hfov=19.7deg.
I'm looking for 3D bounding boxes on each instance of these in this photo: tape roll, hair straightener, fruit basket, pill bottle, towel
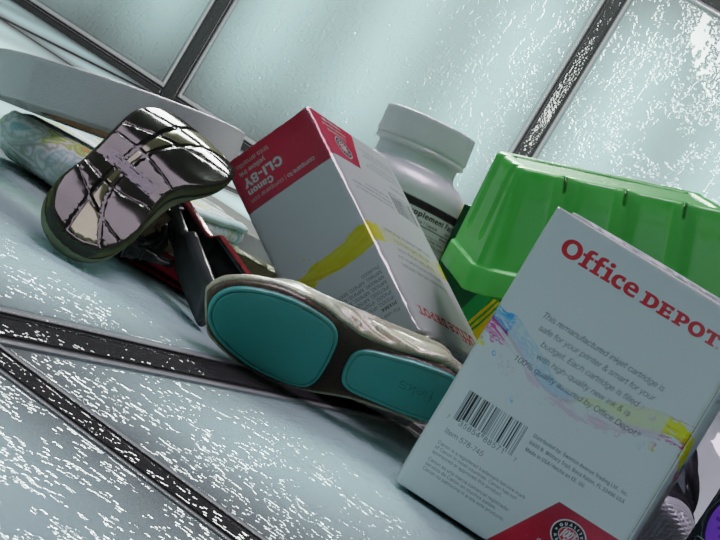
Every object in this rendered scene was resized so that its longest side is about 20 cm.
[{"bbox_3d":[-0.187,-0.119,1.572,0.201,0.037,0.203,18,-1,0],"label":"tape roll"},{"bbox_3d":[-0.135,-0.028,1.460,0.076,0.041,0.200,6,34,-30],"label":"hair straightener"},{"bbox_3d":[0.156,0.030,1.488,0.215,0.217,0.156,31,6,-11],"label":"fruit basket"},{"bbox_3d":[0.020,-0.034,1.754,0.111,0.201,0.111,24,-1,1],"label":"pill bottle"},{"bbox_3d":[-0.191,-0.061,1.683,0.170,0.048,0.200,30,3,15],"label":"towel"}]

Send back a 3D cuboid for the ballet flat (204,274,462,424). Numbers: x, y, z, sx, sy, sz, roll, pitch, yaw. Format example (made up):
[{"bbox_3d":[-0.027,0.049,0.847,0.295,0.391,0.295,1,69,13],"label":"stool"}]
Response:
[{"bbox_3d":[-0.019,0.049,1.370,0.199,0.068,0.062,25,20,-19],"label":"ballet flat"}]

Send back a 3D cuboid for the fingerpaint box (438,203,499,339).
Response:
[{"bbox_3d":[0.137,0.060,1.776,0.073,0.168,0.200,22,-5,44],"label":"fingerpaint box"}]

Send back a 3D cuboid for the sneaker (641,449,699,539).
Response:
[{"bbox_3d":[0.182,0.114,1.452,0.201,0.075,0.114,67,20,-11],"label":"sneaker"}]

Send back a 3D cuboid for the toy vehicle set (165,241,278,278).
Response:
[{"bbox_3d":[-0.074,0.011,1.595,0.124,0.027,0.200,30,0,25],"label":"toy vehicle set"}]

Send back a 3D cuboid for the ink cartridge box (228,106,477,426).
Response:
[{"bbox_3d":[0.000,0.000,1.514,0.145,0.083,0.201,31,30,-62],"label":"ink cartridge box"}]

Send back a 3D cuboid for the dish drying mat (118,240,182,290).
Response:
[{"bbox_3d":[-0.116,0.013,1.530,0.199,0.018,0.077,30,2,-15],"label":"dish drying mat"}]

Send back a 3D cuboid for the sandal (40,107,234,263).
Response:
[{"bbox_3d":[-0.160,-0.054,1.420,0.080,0.057,0.201,44,37,7],"label":"sandal"}]

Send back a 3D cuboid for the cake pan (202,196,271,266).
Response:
[{"bbox_3d":[-0.151,-0.049,1.895,0.199,0.037,0.200,32,4,-2],"label":"cake pan"}]

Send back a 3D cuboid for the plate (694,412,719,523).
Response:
[{"bbox_3d":[0.268,0.191,1.569,0.199,0.032,0.200,-1,48,-45],"label":"plate"}]

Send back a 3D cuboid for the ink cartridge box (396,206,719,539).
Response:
[{"bbox_3d":[0.143,0.084,1.309,0.145,0.201,0.145,33,4,13],"label":"ink cartridge box"}]

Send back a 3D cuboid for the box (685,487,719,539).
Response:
[{"bbox_3d":[0.266,0.216,1.318,0.122,0.106,0.200,35,4,21],"label":"box"}]
